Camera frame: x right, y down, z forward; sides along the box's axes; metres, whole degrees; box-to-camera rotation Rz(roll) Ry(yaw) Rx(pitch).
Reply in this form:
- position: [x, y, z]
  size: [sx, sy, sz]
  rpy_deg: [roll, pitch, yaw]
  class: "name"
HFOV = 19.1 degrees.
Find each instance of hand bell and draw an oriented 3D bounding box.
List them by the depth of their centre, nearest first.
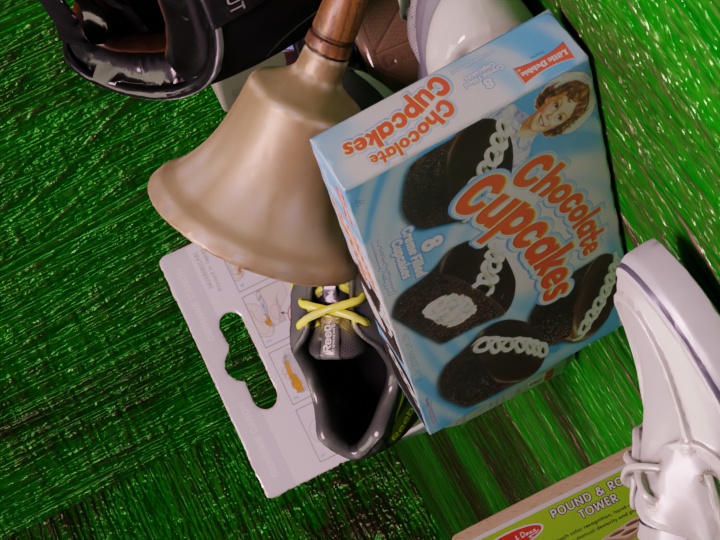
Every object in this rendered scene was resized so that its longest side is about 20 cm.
- position: [-0.010, -0.106, 0.928]
  size: [0.201, 0.103, 0.104]
  rpy_deg: [-66, 27, 21]
  class: "hand bell"

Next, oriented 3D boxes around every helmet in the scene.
- position: [-0.079, -0.198, 1.063]
  size: [0.199, 0.191, 0.201]
  rpy_deg: [27, 148, 19]
  class: "helmet"

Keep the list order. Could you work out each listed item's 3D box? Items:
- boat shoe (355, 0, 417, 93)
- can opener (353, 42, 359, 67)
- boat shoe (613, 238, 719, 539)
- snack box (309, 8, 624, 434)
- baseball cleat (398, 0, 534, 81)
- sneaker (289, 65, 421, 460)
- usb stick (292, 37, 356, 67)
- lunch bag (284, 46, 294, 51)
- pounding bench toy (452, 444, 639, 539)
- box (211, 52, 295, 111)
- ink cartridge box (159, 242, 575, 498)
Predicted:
- position: [0.043, -0.070, 1.142]
  size: [0.065, 0.071, 0.201]
  rpy_deg: [-39, -71, -86]
  class: "boat shoe"
- position: [0.009, -0.129, 1.379]
  size: [0.063, 0.078, 0.201]
  rpy_deg: [-24, 95, 47]
  class: "can opener"
- position: [0.138, 0.088, 0.866]
  size: [0.201, 0.065, 0.072]
  rpy_deg: [65, 176, -14]
  class: "boat shoe"
- position: [0.055, -0.016, 0.945]
  size: [0.037, 0.116, 0.200]
  rpy_deg: [57, 173, 35]
  class: "snack box"
- position: [0.055, -0.084, 0.995]
  size: [0.200, 0.069, 0.107]
  rpy_deg: [89, 164, -59]
  class: "baseball cleat"
- position: [0.000, 0.000, 1.037]
  size: [0.085, 0.074, 0.201]
  rpy_deg: [-54, -46, -60]
  class: "sneaker"
- position: [-0.017, -0.108, 1.152]
  size: [0.200, 0.032, 0.056]
  rpy_deg: [-101, 7, -60]
  class: "usb stick"
- position: [-0.071, -0.221, 1.275]
  size: [0.159, 0.076, 0.201]
  rpy_deg: [1, 126, 41]
  class: "lunch bag"
- position: [0.105, 0.207, 1.087]
  size: [0.125, 0.199, 0.156]
  rpy_deg: [61, 174, 34]
  class: "pounding bench toy"
- position: [-0.088, -0.220, 1.608]
  size: [0.200, 0.108, 0.129]
  rpy_deg: [88, 157, -79]
  class: "box"
- position: [0.005, 0.026, 1.263]
  size: [0.163, 0.199, 0.050]
  rpy_deg: [64, 176, 13]
  class: "ink cartridge box"
